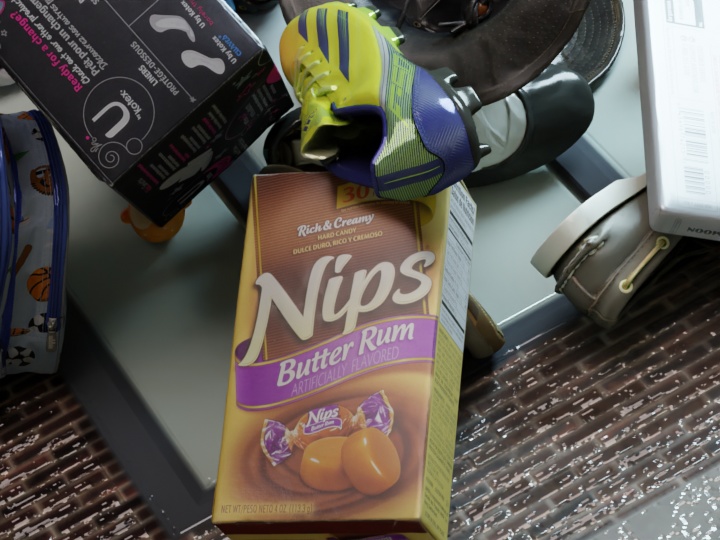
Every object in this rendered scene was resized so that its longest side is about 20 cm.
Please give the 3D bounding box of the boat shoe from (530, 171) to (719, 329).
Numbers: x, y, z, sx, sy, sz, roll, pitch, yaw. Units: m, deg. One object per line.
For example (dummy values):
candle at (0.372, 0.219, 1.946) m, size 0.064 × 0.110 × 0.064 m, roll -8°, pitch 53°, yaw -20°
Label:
boat shoe at (0.181, -0.034, 1.597) m, size 0.201 × 0.072 × 0.060 m, roll -32°, pitch 74°, yaw -32°

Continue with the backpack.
backpack at (-0.241, -0.027, 1.629) m, size 0.153 × 0.191 × 0.200 m, roll -12°, pitch 41°, yaw -18°

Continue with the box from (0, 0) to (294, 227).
box at (-0.127, -0.116, 1.608) m, size 0.115 × 0.200 × 0.132 m, roll -42°, pitch 84°, yaw -2°

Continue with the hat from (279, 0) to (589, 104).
hat at (0.056, -0.181, 1.658) m, size 0.199 × 0.081 × 0.202 m, roll -3°, pitch 83°, yaw 24°

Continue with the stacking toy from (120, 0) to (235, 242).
stacking toy at (-0.134, -0.103, 1.756) m, size 0.115 × 0.110 × 0.201 m, roll -14°, pitch 58°, yaw 9°

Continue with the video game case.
video game case at (0.242, -0.093, 1.595) m, size 0.181 × 0.023 × 0.201 m, roll 8°, pitch 53°, yaw -10°

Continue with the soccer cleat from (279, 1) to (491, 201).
soccer cleat at (-0.007, -0.092, 1.543) m, size 0.083 × 0.065 × 0.200 m, roll -25°, pitch 31°, yaw -18°

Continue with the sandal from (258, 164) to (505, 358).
sandal at (0.000, 0.000, 1.621) m, size 0.054 × 0.080 × 0.200 m, roll -50°, pitch 53°, yaw -3°

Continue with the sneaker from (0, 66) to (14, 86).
sneaker at (-0.193, -0.209, 1.855) m, size 0.200 × 0.114 × 0.075 m, roll -35°, pitch 46°, yaw -19°

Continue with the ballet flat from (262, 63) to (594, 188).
ballet flat at (0.037, -0.077, 1.679) m, size 0.199 × 0.068 × 0.068 m, roll -11°, pitch 1°, yaw 14°

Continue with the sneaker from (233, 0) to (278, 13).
sneaker at (-0.043, -0.198, 1.800) m, size 0.075 × 0.107 × 0.200 m, roll -33°, pitch 42°, yaw -19°

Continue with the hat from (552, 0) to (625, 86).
hat at (0.058, -0.167, 1.758) m, size 0.199 × 0.081 × 0.201 m, roll -9°, pitch 44°, yaw 9°

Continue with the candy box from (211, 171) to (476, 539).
candy box at (-0.007, 0.046, 1.526) m, size 0.116 × 0.056 × 0.201 m, roll -3°, pitch 65°, yaw 18°
